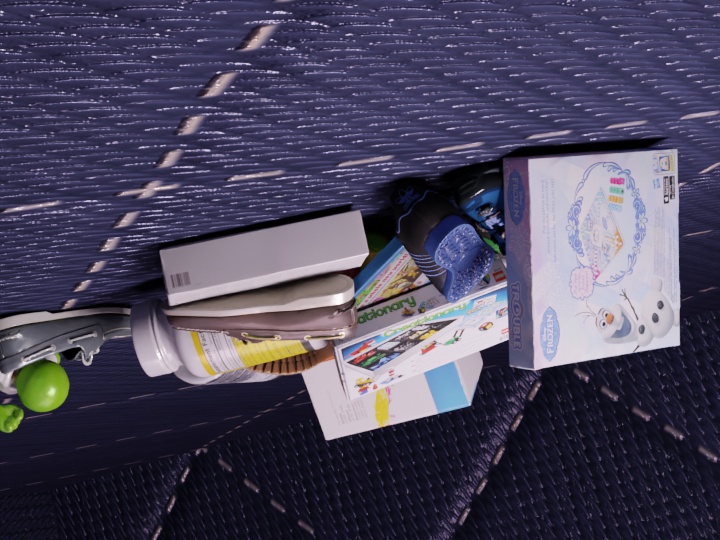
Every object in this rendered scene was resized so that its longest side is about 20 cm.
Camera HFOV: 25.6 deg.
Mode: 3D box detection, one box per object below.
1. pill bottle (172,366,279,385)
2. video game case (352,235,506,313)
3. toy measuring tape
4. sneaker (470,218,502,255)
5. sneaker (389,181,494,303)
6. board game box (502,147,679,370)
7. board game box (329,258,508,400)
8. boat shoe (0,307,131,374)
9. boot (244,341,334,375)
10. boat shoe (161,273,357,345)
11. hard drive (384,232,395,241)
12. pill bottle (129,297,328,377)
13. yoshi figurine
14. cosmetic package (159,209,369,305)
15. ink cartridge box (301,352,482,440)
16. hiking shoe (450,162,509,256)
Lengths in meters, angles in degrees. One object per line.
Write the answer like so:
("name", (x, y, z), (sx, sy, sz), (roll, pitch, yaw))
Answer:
("pill bottle", (-0.142, 0.082, 1.904), (0.106, 0.107, 0.200), (-18, 170, 27))
("video game case", (0.071, 0.023, 1.687), (0.200, 0.018, 0.143), (9, 137, -42))
("toy measuring tape", (0.020, -0.031, 1.656), (0.073, 0.074, 0.200), (-6, 145, -39))
("sneaker", (0.213, -0.068, 1.666), (0.199, 0.078, 0.085), (-8, 136, 11))
("sneaker", (0.078, -0.031, 1.558), (0.070, 0.078, 0.200), (-42, 160, -5))
("board game box", (0.227, -0.015, 1.543), (0.198, 0.201, 0.043), (-6, -173, -36))
("board game box", (0.067, 0.065, 1.696), (0.199, 0.035, 0.126), (-20, 149, -6))
("boat shoe", (-0.325, 0.079, 1.761), (0.073, 0.062, 0.200), (-21, 168, 41))
("boot", (-0.073, 0.087, 1.841), (0.199, 0.075, 0.107), (-10, 169, -33))
("boat shoe", (-0.102, 0.046, 1.611), (0.199, 0.060, 0.072), (-5, -154, 6))
("hard drive", (0.000, 0.000, 1.804), (0.199, 0.042, 0.135), (-18, 170, 20))
("pill bottle", (-0.141, 0.052, 1.706), (0.199, 0.112, 0.111), (-14, 171, 8))
("yoshi figurine", (-0.410, 0.125, 1.797), (0.112, 0.112, 0.200), (-29, 166, 38))
("cosmetic package", (-0.097, -0.013, 1.565), (0.199, 0.051, 0.083), (-12, 171, -8))
("ink cartridge box", (0.036, 0.107, 2.044), (0.199, 0.147, 0.147), (-16, -165, 15))
("hiking shoe", (0.163, -0.039, 1.552), (0.074, 0.087, 0.200), (-30, 144, 27))
